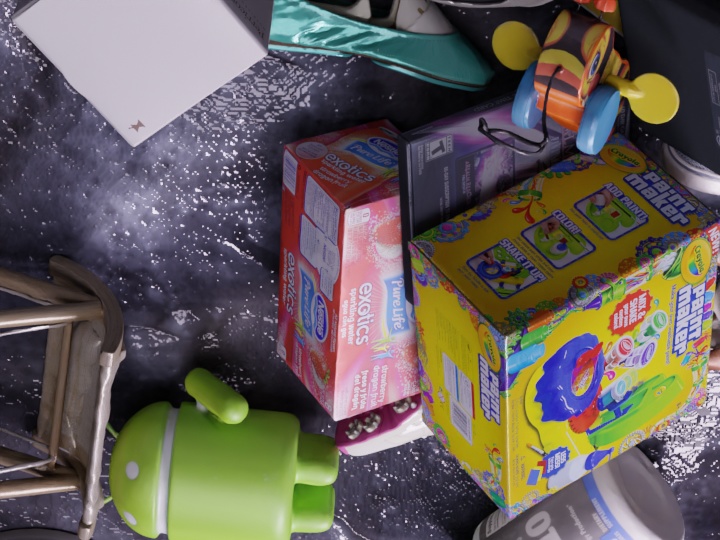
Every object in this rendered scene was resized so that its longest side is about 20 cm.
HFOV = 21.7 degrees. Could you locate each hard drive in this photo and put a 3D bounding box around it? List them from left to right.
[{"bbox_3d":[0.247,-0.121,1.254,0.033,0.200,0.140,-29,128,-18],"label":"hard drive"}]

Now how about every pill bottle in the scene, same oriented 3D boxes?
[{"bbox_3d":[0.168,0.239,1.605,0.114,0.114,0.200,39,118,-23],"label":"pill bottle"}]

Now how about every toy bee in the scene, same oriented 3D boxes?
[{"bbox_3d":[0.153,-0.134,1.257,0.130,0.200,0.109,19,103,-3],"label":"toy bee"}]

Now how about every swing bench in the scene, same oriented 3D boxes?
[{"bbox_3d":[-0.295,0.095,1.512,0.198,0.130,0.200,7,125,-10],"label":"swing bench"}]

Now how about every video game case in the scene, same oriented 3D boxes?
[{"bbox_3d":[0.116,-0.068,1.383,0.199,0.019,0.144,-22,129,-23],"label":"video game case"}]

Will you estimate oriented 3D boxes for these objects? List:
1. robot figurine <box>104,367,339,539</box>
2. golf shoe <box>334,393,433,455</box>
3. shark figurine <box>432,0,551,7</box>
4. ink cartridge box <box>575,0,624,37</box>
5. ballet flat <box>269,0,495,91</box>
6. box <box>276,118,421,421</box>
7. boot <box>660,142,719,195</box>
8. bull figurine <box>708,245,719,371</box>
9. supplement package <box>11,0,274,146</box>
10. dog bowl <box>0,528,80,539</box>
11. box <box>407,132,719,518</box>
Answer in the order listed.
[{"bbox_3d":[-0.119,0.171,1.563,0.198,0.116,0.177,6,109,-1],"label":"robot figurine"},{"bbox_3d":[0.072,0.111,1.544,0.199,0.076,0.092,-30,123,22],"label":"golf shoe"},{"bbox_3d":[0.134,-0.237,1.231,0.089,0.216,0.128,18,164,40],"label":"shark figurine"},{"bbox_3d":[0.250,-0.237,1.308,0.197,0.047,0.200,32,122,-19],"label":"ink cartridge box"},{"bbox_3d":[0.008,-0.180,1.344,0.198,0.067,0.071,11,111,-8],"label":"ballet flat"},{"bbox_3d":[0.000,0.000,1.431,0.095,0.100,0.201,-16,129,-25],"label":"box"},{"bbox_3d":[0.323,-0.110,1.370,0.198,0.073,0.091,-3,144,-7],"label":"boot"},{"bbox_3d":[0.301,0.005,1.465,0.120,0.065,0.201,5,124,1],"label":"bull figurine"},{"bbox_3d":[-0.135,-0.202,1.247,0.119,0.201,0.121,-31,120,22],"label":"supplement package"},{"bbox_3d":[-0.294,0.329,1.718,0.198,0.059,0.201,0,126,1],"label":"dog bowl"},{"bbox_3d":[0.150,0.040,1.385,0.192,0.122,0.201,-28,139,-20],"label":"box"}]
